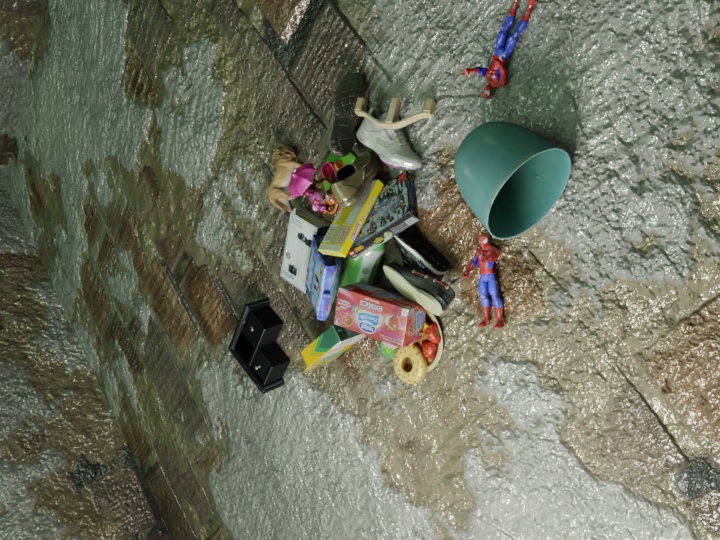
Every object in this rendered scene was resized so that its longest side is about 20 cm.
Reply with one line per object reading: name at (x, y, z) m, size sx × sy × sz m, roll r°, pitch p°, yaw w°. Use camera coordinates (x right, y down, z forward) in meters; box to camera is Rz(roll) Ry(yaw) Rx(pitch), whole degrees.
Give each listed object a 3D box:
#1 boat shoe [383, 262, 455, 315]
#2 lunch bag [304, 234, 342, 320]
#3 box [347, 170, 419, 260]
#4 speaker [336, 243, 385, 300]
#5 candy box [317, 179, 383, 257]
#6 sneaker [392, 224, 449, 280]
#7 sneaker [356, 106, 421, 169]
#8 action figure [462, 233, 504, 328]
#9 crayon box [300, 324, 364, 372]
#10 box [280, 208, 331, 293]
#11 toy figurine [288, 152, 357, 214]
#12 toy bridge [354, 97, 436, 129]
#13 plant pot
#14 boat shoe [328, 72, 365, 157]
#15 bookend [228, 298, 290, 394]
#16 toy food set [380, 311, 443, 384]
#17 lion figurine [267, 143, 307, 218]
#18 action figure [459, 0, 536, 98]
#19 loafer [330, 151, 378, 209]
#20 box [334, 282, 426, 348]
boat shoe at (0.130, 0.031, 1.422) m, size 0.201 × 0.063 × 0.074 m, roll 32°, pitch 156°, yaw 43°
lunch bag at (-0.087, 0.022, 1.606) m, size 0.201 × 0.092 × 0.153 m, roll -102°, pitch 22°, yaw -63°
box at (0.046, -0.128, 1.469) m, size 0.199 × 0.040 × 0.138 m, roll -32°, pitch 41°, yaw 31°
speaker at (0.000, 0.000, 1.592) m, size 0.088 × 0.088 × 0.202 m, roll 38°, pitch 124°, yaw 31°
candy box at (-0.024, -0.126, 1.491) m, size 0.102 × 0.026 × 0.202 m, roll 11°, pitch 69°, yaw 53°
sneaker at (0.115, -0.038, 1.481) m, size 0.200 × 0.075 × 0.088 m, roll 50°, pitch 135°, yaw 23°
sneaker at (0.070, -0.306, 1.453) m, size 0.200 × 0.074 × 0.101 m, roll 42°, pitch 123°, yaw 28°
action figure at (0.258, 0.026, 1.333) m, size 0.065 × 0.098 × 0.204 m, roll 1°, pitch 99°, yaw 42°
crayon box at (-0.074, 0.197, 1.684) m, size 0.200 × 0.125 × 0.052 m, roll -43°, pitch 71°, yaw 41°
box at (-0.154, -0.055, 1.744) m, size 0.116 × 0.060 × 0.203 m, roll 33°, pitch 121°, yaw 34°
toy figurine at (-0.092, -0.198, 1.562) m, size 0.150 × 0.183 × 0.202 m, roll -34°, pitch 77°, yaw 43°
toy bridge at (0.076, -0.355, 1.418) m, size 0.197 × 0.027 × 0.068 m, roll 9°, pitch 76°, yaw 28°
plant pot at (0.276, -0.190, 1.209) m, size 0.161 × 0.198 × 0.202 m, roll 52°, pitch 131°, yaw 36°
boat shoe at (-0.039, -0.379, 1.537) m, size 0.074 × 0.074 × 0.203 m, roll -131°, pitch 55°, yaw -82°
bookend at (-0.294, 0.232, 1.931) m, size 0.200 × 0.091 × 0.200 m, roll 47°, pitch 128°, yaw 24°
toy food set at (0.118, 0.162, 1.544) m, size 0.199 × 0.048 × 0.201 m, roll 51°, pitch 131°, yaw 22°
lion figurine at (-0.211, -0.248, 1.704) m, size 0.121 × 0.073 × 0.203 m, roll 16°, pitch 76°, yaw 14°
action figure at (0.265, -0.433, 1.220) m, size 0.065 × 0.098 × 0.202 m, roll 37°, pitch 126°, yaw 33°
loafer at (-0.013, -0.228, 1.479) m, size 0.075 × 0.201 × 0.068 m, roll -18°, pitch 122°, yaw 31°
box at (0.046, 0.101, 1.480) m, size 0.198 × 0.099 × 0.097 m, roll 16°, pitch 105°, yaw 30°
